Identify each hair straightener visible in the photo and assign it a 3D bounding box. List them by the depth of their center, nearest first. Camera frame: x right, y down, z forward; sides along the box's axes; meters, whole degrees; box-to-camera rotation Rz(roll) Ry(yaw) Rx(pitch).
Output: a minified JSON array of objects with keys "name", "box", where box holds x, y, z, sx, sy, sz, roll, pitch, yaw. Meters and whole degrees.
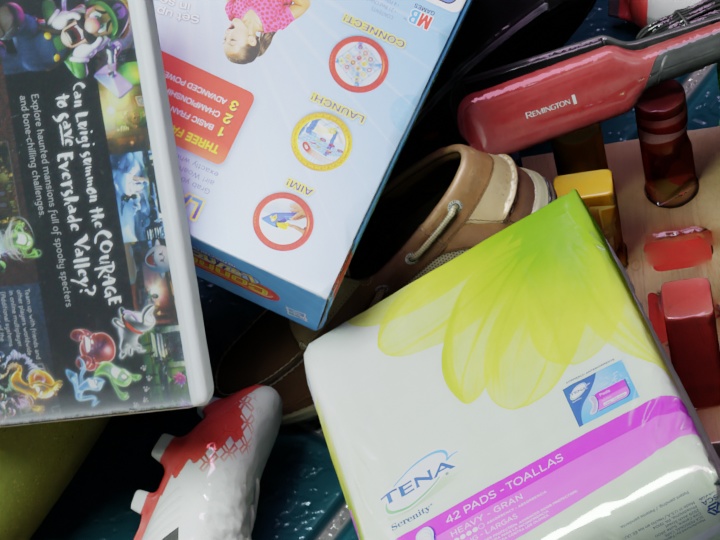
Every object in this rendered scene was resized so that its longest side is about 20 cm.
[{"name":"hair straightener","box":[0.135,-0.110,1.361,0.199,0.041,0.077,-25,18,0]}]

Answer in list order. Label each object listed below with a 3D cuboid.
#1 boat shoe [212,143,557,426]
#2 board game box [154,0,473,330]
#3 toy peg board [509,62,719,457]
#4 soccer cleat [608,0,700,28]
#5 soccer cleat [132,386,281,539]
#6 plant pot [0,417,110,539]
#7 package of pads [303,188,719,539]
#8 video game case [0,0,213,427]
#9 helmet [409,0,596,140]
[{"name":"boat shoe","box":[0.000,0.000,1.347,0.200,0.074,0.076,-36,39,25]},{"name":"board game box","box":[-0.065,-0.104,1.289,0.199,0.056,0.196,25,73,1]},{"name":"toy peg board","box":[0.131,-0.011,1.358,0.198,0.098,0.201,-8,48,6]},{"name":"soccer cleat","box":[0.184,-0.210,1.543,0.085,0.069,0.201,6,54,7]},{"name":"soccer cleat","box":[-0.075,0.143,1.291,0.085,0.069,0.200,23,61,19]},{"name":"plant pot","box":[-0.193,0.048,1.347,0.186,0.187,0.201,7,65,19]},{"name":"package of pads","box":[0.066,0.076,1.225,0.154,0.068,0.200,-29,39,8]},{"name":"video game case","box":[-0.167,-0.030,1.232,0.181,0.201,0.023,-6,12,10]},{"name":"helmet","box":[0.008,-0.167,1.442,0.200,0.200,0.191,-37,82,-18]}]
